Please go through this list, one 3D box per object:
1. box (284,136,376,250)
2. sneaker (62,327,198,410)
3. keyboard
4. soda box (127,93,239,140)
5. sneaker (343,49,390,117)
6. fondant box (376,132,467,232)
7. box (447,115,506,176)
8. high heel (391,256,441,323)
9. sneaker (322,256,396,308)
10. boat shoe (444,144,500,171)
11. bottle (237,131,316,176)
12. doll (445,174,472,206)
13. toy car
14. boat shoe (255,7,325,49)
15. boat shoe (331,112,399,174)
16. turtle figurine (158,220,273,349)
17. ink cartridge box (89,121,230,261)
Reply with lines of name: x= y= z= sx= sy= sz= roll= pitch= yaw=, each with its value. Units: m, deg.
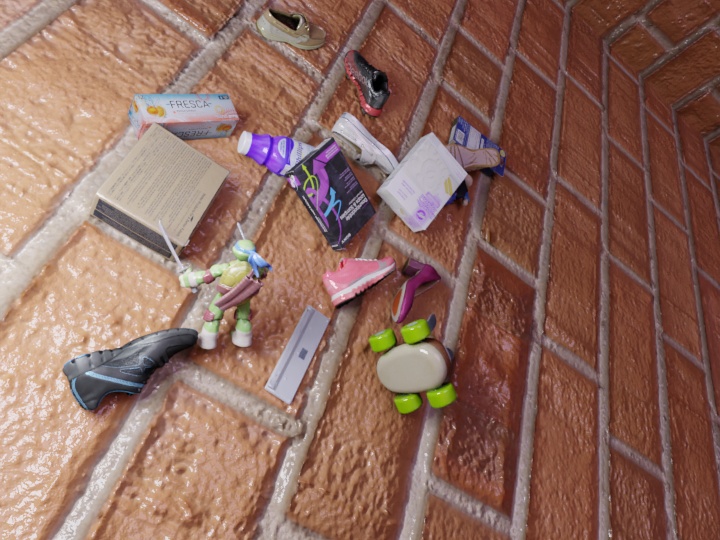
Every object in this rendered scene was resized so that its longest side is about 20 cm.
box: x=-0.058 y=-0.164 z=1.185 sx=0.143 sy=0.036 sz=0.200 roll=-49 pitch=120 yaw=-33
sneaker: x=-0.342 y=0.145 z=0.846 sx=0.199 sy=0.073 sz=0.082 roll=-19 pitch=89 yaw=-33
keyboard: x=-0.115 y=0.154 z=1.040 sx=0.056 sy=0.011 sz=0.200 roll=40 pitch=49 yaw=-18
soda box: x=-0.347 y=-0.303 z=1.085 sx=0.199 sy=0.064 sz=0.069 roll=-16 pitch=76 yaw=-41
sneaker: x=0.022 y=-0.511 z=1.446 sx=0.071 sy=0.098 sz=0.201 roll=-10 pitch=71 yaw=-37
fondant box: x=0.154 y=-0.216 z=1.351 sx=0.144 sy=0.058 sz=0.200 roll=45 pitch=71 yaw=-17
box: x=0.354 y=-0.366 z=1.653 sx=0.199 sy=0.032 sz=0.122 roll=31 pitch=51 yaw=-17
high heel: x=0.131 y=0.054 z=1.231 sx=0.096 sy=0.067 sz=0.201 roll=28 pitch=48 yaw=-8
sneaker: x=0.000 y=0.000 z=1.165 sx=0.200 sy=0.074 sz=0.087 roll=-31 pitch=84 yaw=-42
boat shoe: x=0.294 y=-0.312 z=1.560 sx=0.199 sy=0.069 sz=0.071 roll=1 pitch=84 yaw=-15
bottle: x=-0.163 y=-0.246 z=1.185 sx=0.199 sy=0.065 sz=0.084 roll=15 pitch=63 yaw=-30
doll: x=0.242 y=-0.229 z=1.484 sx=0.200 sy=0.048 sz=0.137 roll=-24 pitch=82 yaw=-41
toy car: x=0.139 y=0.170 z=1.134 sx=0.200 sy=0.157 sz=0.165 roll=-27 pitch=95 yaw=-54
boat shoe: x=-0.163 y=-0.613 z=1.387 sx=0.199 sy=0.066 sz=0.074 roll=-10 pitch=72 yaw=-39
boat shoe: x=0.011 y=-0.293 z=1.347 sx=0.200 sy=0.071 sz=0.070 roll=42 pitch=79 yaw=-21
turtle figurine: x=-0.231 y=0.023 z=0.940 sx=0.199 sy=0.195 sz=0.144 roll=20 pitch=18 yaw=20
ink cartridge box: x=-0.353 y=-0.142 z=0.984 sx=0.164 sy=0.075 sz=0.201 roll=34 pitch=50 yaw=-18
